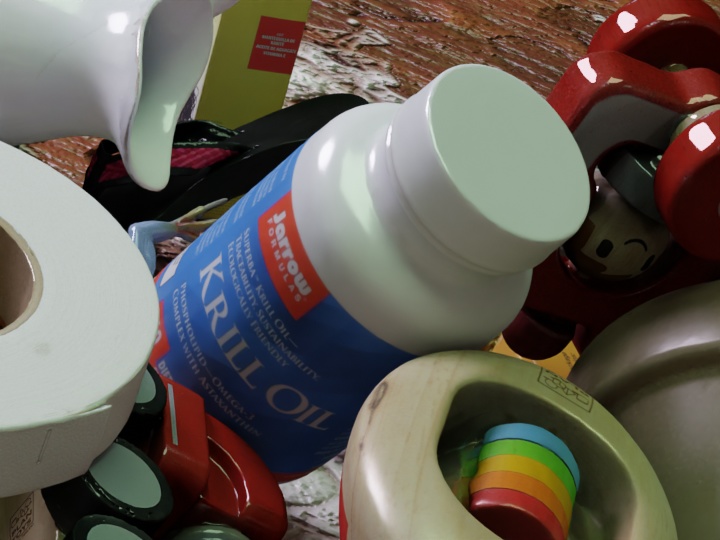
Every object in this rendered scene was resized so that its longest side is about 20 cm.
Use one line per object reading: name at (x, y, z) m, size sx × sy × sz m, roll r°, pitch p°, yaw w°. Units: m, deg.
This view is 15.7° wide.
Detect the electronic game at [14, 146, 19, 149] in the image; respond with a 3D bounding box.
electronic game at (-0.275, -0.094, 1.374) m, size 0.200 × 0.042 × 0.200 m, roll 18°, pitch 32°, yaw -12°

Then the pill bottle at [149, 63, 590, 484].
pill bottle at (0.000, 0.000, 1.080) m, size 0.112 × 0.200 × 0.112 m, roll 22°, pitch 48°, yaw -27°

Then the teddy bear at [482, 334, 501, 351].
teddy bear at (0.048, 0.020, 1.284) m, size 0.200 × 0.067 × 0.145 m, roll -13°, pitch 84°, yaw -53°

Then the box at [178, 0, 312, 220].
box at (-0.062, -0.129, 1.398) m, size 0.050 × 0.200 × 0.075 m, roll 9°, pitch 26°, yaw -18°

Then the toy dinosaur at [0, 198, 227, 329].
toy dinosaur at (-0.131, 0.028, 1.156) m, size 0.181 × 0.105 × 0.200 m, roll 37°, pitch 27°, yaw 15°

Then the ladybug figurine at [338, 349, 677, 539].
ladybug figurine at (0.051, 0.099, 0.981) m, size 0.136 × 0.072 × 0.200 m, roll 31°, pitch 26°, yaw 0°

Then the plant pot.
plant pot at (0.168, 0.131, 1.074) m, size 0.200 × 0.200 × 0.175 m, roll 17°, pitch 43°, yaw -2°

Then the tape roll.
tape roll at (-0.174, 0.008, 0.978) m, size 0.203 × 0.037 × 0.203 m, roll 16°, pitch 33°, yaw -10°

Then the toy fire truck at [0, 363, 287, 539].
toy fire truck at (-0.045, 0.127, 1.025) m, size 0.200 × 0.129 × 0.176 m, roll 29°, pitch 26°, yaw -24°

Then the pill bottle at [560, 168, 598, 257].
pill bottle at (0.195, -0.023, 1.452) m, size 0.200 × 0.114 × 0.114 m, roll 21°, pitch 26°, yaw 5°

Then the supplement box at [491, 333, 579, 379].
supplement box at (0.148, 0.087, 1.227) m, size 0.200 × 0.069 × 0.067 m, roll 18°, pitch 24°, yaw -25°

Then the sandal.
sandal at (-0.091, -0.057, 1.329) m, size 0.200 × 0.045 × 0.075 m, roll -25°, pitch 27°, yaw -12°

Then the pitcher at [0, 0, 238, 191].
pitcher at (-0.164, -0.131, 1.305) m, size 0.200 × 0.121 × 0.172 m, roll 14°, pitch 47°, yaw 19°

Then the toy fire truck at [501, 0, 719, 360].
toy fire truck at (0.146, -0.014, 1.135) m, size 0.200 × 0.168 × 0.112 m, roll 16°, pitch 31°, yaw -31°
